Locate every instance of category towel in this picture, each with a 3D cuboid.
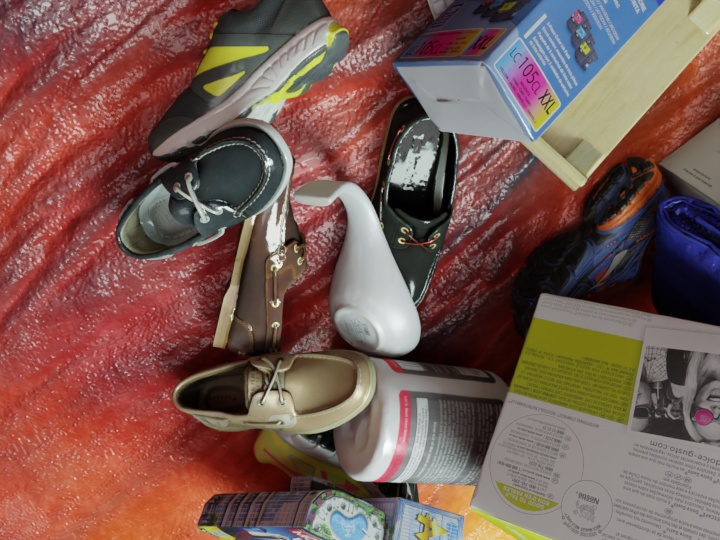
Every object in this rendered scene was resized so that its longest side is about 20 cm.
[{"bbox_3d":[0.318,0.025,0.716,0.049,0.148,0.200,-37,151,-3],"label":"towel"}]

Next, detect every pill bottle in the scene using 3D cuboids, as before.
[{"bbox_3d":[0.081,0.148,0.793,0.197,0.111,0.112,10,113,-26],"label":"pill bottle"}]

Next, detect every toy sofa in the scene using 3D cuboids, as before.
[{"bbox_3d":[0.222,-0.171,0.710,0.083,0.098,0.201,41,104,5],"label":"toy sofa"}]

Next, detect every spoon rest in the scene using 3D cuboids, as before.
[{"bbox_3d":[0.000,0.000,0.742,0.098,0.061,0.202,11,135,34],"label":"spoon rest"}]

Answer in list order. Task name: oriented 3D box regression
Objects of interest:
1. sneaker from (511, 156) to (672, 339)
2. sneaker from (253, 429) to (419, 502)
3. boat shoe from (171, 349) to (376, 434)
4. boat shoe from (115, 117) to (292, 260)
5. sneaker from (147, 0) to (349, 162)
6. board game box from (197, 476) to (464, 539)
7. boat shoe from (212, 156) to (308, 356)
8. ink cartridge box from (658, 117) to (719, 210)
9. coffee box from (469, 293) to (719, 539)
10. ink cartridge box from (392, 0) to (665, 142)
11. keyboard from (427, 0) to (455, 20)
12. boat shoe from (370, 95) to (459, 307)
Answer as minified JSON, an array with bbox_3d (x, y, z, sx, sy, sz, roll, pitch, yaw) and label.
[{"bbox_3d":[0.221,-0.006,0.777,0.078,0.076,0.200,35,107,-22],"label":"sneaker"},{"bbox_3d":[-0.023,0.201,0.842,0.199,0.079,0.090,39,119,-18],"label":"sneaker"},{"bbox_3d":[-0.080,0.111,0.747,0.197,0.073,0.064,-15,156,25],"label":"boat shoe"},{"bbox_3d":[-0.130,-0.055,0.661,0.199,0.060,0.076,-29,101,46],"label":"boat shoe"},{"bbox_3d":[-0.101,-0.162,0.682,0.198,0.074,0.086,-31,82,17],"label":"sneaker"},{"bbox_3d":[-0.013,0.244,0.776,0.198,0.063,0.199,-15,140,39],"label":"board game box"},{"bbox_3d":[-0.080,-0.012,0.740,0.069,0.071,0.203,14,119,-6],"label":"boat shoe"},{"bbox_3d":[0.402,-0.082,0.723,0.199,0.145,0.146,-37,111,11],"label":"ink cartridge box"},{"bbox_3d":[0.239,0.163,0.706,0.200,0.197,0.201,43,65,-51],"label":"coffee box"},{"bbox_3d":[0.138,-0.195,0.628,0.200,0.136,0.077,-45,117,-11],"label":"ink cartridge box"},{"bbox_3d":[0.081,-0.240,0.693,0.055,0.011,0.202,-24,113,4],"label":"keyboard"},{"bbox_3d":[0.045,-0.050,0.743,0.072,0.063,0.205,2,114,-10],"label":"boat shoe"}]
